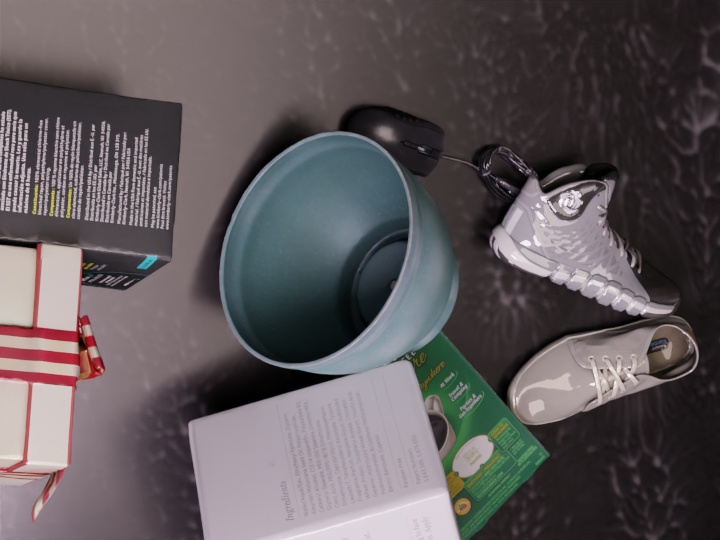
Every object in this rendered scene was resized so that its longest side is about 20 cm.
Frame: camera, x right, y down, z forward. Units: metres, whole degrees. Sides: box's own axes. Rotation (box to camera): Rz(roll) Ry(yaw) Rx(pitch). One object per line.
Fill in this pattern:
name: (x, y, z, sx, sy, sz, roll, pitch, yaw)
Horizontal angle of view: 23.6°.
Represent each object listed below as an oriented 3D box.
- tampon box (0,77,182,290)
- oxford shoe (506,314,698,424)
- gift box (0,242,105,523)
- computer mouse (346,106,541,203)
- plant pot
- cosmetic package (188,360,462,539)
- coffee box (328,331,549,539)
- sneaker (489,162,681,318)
tampon box: (-0.256, -0.067, 1.335, 0.199, 0.150, 0.127, 7, 78, -22)
oxford shoe: (0.230, 0.092, 1.606, 0.199, 0.058, 0.075, -18, 109, -14)
gift box: (-0.298, 0.085, 1.287, 0.186, 0.184, 0.201, 5, 82, -21)
computer mouse: (0.078, -0.098, 1.526, 0.199, 0.034, 0.059, 15, 94, -22)
plant pot: (0.000, 0.000, 1.447, 0.134, 0.200, 0.201, 25, 92, -48)
cosmetic package: (-0.023, 0.207, 1.432, 0.199, 0.165, 0.165, -15, 129, 0)
coffee box: (0.067, 0.140, 1.563, 0.123, 0.044, 0.200, -46, 112, -6)
sneaker: (0.225, -0.034, 1.557, 0.199, 0.075, 0.116, 18, 108, -21)
